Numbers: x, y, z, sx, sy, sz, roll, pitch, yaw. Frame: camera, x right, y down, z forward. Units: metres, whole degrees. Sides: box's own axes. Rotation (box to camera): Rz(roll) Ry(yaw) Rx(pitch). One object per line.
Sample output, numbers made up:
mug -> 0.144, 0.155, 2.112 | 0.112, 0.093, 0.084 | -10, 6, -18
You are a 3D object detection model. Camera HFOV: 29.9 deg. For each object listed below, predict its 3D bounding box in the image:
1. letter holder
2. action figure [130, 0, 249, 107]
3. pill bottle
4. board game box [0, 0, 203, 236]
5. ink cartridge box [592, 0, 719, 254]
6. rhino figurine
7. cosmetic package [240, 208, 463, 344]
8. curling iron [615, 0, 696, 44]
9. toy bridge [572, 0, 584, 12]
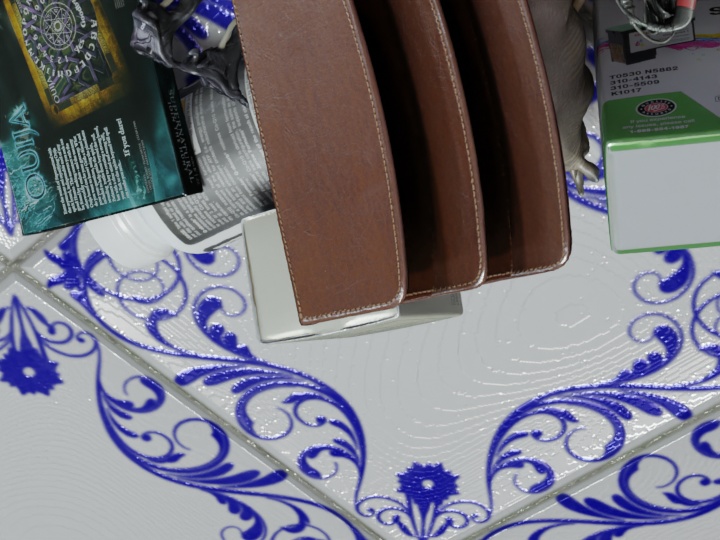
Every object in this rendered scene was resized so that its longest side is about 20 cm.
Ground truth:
letter holder -> 0.026, -0.084, 0.762 | 0.141, 0.100, 0.202 | -12, 90, 39
action figure -> -0.068, -0.213, 0.850 | 0.118, 0.102, 0.201 | 26, 90, 17
pill bottle -> -0.096, -0.080, 0.953 | 0.199, 0.117, 0.117 | -22, 124, 22
board game box -> -0.191, -0.134, 0.904 | 0.134, 0.028, 0.202 | -12, 94, 23
ink cartridge box -> 0.221, -0.106, 0.842 | 0.144, 0.201, 0.084 | -5, 127, 10
rhino figurine -> 0.121, -0.126, 0.874 | 0.059, 0.088, 0.201 | -9, 129, 14
cosmetic package -> 0.000, 0.000, 0.954 | 0.103, 0.200, 0.088 | -11, 86, 14
curling iron -> 0.192, -0.234, 0.787 | 0.049, 0.026, 0.202 | 16, 100, 15
toy bridge -> 0.129, -0.225, 0.864 | 0.067, 0.027, 0.201 | -3, 131, 9
